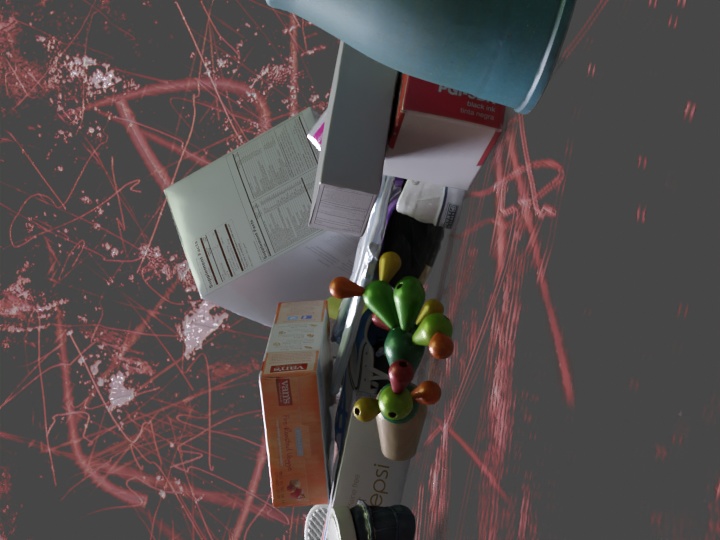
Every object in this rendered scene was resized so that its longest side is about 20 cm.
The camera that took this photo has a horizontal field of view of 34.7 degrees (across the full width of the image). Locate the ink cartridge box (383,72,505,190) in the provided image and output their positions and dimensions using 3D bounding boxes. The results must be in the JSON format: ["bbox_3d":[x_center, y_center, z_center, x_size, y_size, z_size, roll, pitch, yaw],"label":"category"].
[{"bbox_3d":[0.077,-0.187,0.944,0.147,0.082,0.201,112,169,-75],"label":"ink cartridge box"}]

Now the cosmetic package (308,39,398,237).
[{"bbox_3d":[0.001,-0.136,0.927,0.083,0.050,0.201,116,164,-67],"label":"cosmetic package"}]

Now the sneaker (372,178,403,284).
[{"bbox_3d":[0.060,-0.074,1.232,0.083,0.080,0.201,140,133,-64],"label":"sneaker"}]

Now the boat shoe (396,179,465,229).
[{"bbox_3d":[0.057,-0.121,1.086,0.075,0.086,0.203,104,176,-48],"label":"boat shoe"}]

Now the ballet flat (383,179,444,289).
[{"bbox_3d":[0.068,-0.065,1.160,0.057,0.066,0.201,40,-126,-49],"label":"ballet flat"}]

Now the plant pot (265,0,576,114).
[{"bbox_3d":[0.039,-0.218,0.746,0.200,0.187,0.201,-169,90,-87],"label":"plant pot"}]

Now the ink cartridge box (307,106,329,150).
[{"bbox_3d":[0.045,-0.188,1.109,0.200,0.042,0.119,-41,-3,-41],"label":"ink cartridge box"}]

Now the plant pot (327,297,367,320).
[{"bbox_3d":[-0.034,-0.023,1.527,0.200,0.192,0.202,-169,90,-88],"label":"plant pot"}]

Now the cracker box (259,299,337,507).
[{"bbox_3d":[-0.058,0.124,1.132,0.200,0.057,0.135,-88,-6,-73],"label":"cracker box"}]

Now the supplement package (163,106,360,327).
[{"bbox_3d":[-0.082,-0.055,1.342,0.148,0.199,0.191,68,-166,20],"label":"supplement package"}]

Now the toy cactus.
[{"bbox_3d":[0.027,0.086,0.966,0.200,0.102,0.166,-102,12,-62],"label":"toy cactus"}]

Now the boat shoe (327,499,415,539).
[{"bbox_3d":[0.008,0.233,0.854,0.075,0.061,0.201,-104,11,-45],"label":"boat shoe"}]

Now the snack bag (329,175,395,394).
[{"bbox_3d":[0.000,0.000,1.128,0.200,0.021,0.189,-78,3,-56],"label":"snack bag"}]

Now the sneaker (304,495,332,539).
[{"bbox_3d":[-0.016,0.326,1.202,0.082,0.074,0.201,-15,-65,-59],"label":"sneaker"}]

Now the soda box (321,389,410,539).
[{"bbox_3d":[0.003,0.219,1.076,0.068,0.063,0.201,-92,12,-80],"label":"soda box"}]

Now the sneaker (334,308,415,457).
[{"bbox_3d":[0.017,0.116,1.159,0.073,0.071,0.201,111,168,-59],"label":"sneaker"}]

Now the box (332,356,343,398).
[{"bbox_3d":[-0.017,0.133,1.392,0.200,0.109,0.035,111,170,-80],"label":"box"}]
